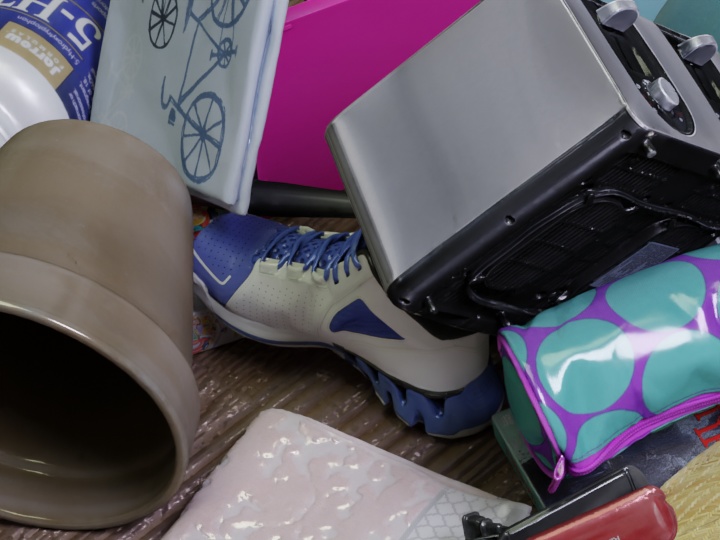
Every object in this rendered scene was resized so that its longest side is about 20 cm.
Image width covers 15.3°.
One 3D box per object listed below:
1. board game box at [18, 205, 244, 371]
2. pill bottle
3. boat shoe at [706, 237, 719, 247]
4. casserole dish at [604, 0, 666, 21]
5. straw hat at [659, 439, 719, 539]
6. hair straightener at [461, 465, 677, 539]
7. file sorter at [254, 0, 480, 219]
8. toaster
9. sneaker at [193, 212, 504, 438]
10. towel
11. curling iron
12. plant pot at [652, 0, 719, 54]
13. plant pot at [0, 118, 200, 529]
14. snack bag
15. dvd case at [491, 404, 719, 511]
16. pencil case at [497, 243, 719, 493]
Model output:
[{"bbox_3d":[-0.163,0.011,1.622,0.199,0.034,0.135,-18,43,-5],"label":"board game box"},{"bbox_3d":[-0.219,-0.109,1.679,0.119,0.120,0.200,7,37,21],"label":"pill bottle"},{"bbox_3d":[0.148,-0.033,1.500,0.066,0.070,0.200,-9,55,-37],"label":"boat shoe"},{"bbox_3d":[0.172,-0.196,1.752,0.200,0.039,0.121,22,53,31],"label":"casserole dish"},{"bbox_3d":[0.223,0.153,1.329,0.201,0.085,0.201,-31,19,12],"label":"straw hat"},{"bbox_3d":[0.062,0.156,1.366,0.200,0.041,0.077,-30,18,-2],"label":"hair straightener"},{"bbox_3d":[-0.005,-0.151,1.658,0.199,0.139,0.125,-22,44,-19],"label":"file sorter"},{"bbox_3d":[0.099,-0.049,1.389,0.200,0.181,0.119,-37,62,27],"label":"toaster"},{"bbox_3d":[0.001,0.000,1.509,0.199,0.115,0.081,28,49,21],"label":"sneaker"},{"bbox_3d":[-0.028,0.170,1.424,0.191,0.032,0.200,17,50,29],"label":"towel"},{"bbox_3d":[-0.075,-0.040,1.598,0.199,0.026,0.050,6,22,23],"label":"curling iron"},{"bbox_3d":[0.276,-0.081,1.498,0.200,0.201,0.161,-20,53,-7],"label":"plant pot"},{"bbox_3d":[-0.172,0.016,1.487,0.199,0.200,0.174,2,50,16],"label":"plant pot"},{"bbox_3d":[-0.101,-0.138,1.572,0.021,0.189,0.200,7,6,-33],"label":"snack bag"},{"bbox_3d":[0.188,0.094,1.456,0.199,0.022,0.146,-20,43,-8],"label":"dvd case"},{"bbox_3d":[0.172,0.040,1.382,0.199,0.085,0.093,-19,66,-8],"label":"pencil case"}]
